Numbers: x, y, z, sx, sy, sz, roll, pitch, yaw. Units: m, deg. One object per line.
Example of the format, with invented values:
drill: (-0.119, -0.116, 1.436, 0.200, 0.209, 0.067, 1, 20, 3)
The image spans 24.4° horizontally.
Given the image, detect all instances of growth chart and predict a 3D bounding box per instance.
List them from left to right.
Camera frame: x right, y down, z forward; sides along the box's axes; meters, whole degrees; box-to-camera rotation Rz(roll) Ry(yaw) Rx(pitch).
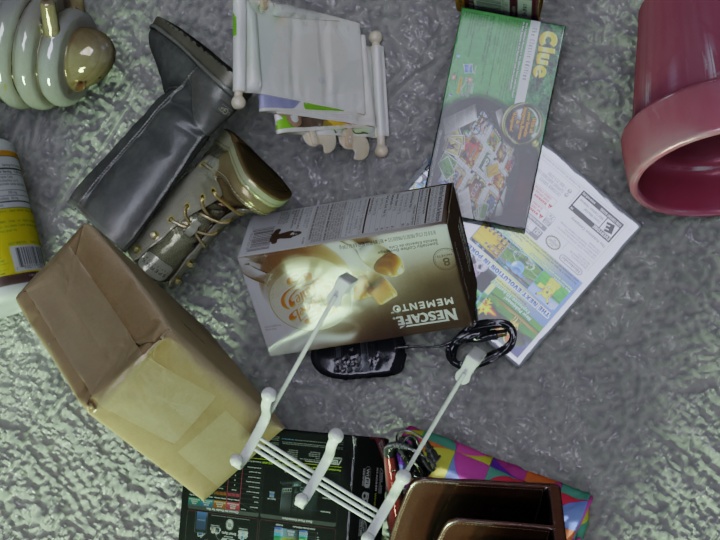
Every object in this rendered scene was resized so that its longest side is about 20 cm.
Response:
growth chart: (-0.045, -0.185, 1.582, 0.018, 0.200, 0.145, -8, 74, 49)

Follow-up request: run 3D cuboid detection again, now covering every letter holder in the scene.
letter holder: (0.094, 0.287, 1.479, 0.142, 0.101, 0.200, 5, 130, -4)

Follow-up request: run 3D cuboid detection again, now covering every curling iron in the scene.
curling iron: (0.044, 0.232, 1.523, 0.049, 0.026, 0.201, 11, 122, 16)

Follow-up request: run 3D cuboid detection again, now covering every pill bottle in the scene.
pill bottle: (-0.375, -0.055, 1.616, 0.109, 0.109, 0.201, -16, 83, 4)

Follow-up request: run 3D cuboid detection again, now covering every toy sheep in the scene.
toy sheep: (-0.328, -0.222, 1.618, 0.199, 0.138, 0.138, 14, 86, 20)

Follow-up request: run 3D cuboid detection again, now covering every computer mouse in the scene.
computer mouse: (0.051, 0.074, 1.598, 0.199, 0.034, 0.059, -4, 77, 9)

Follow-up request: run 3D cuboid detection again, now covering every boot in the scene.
boot: (-0.207, -0.132, 1.599, 0.200, 0.072, 0.182, -53, 39, 6)
boot: (-0.146, -0.049, 1.557, 0.155, 0.200, 0.072, -46, 109, 1)

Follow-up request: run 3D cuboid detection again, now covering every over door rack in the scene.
over door rack: (-0.005, 0.119, 1.441, 0.147, 0.067, 0.200, 31, 89, 6)

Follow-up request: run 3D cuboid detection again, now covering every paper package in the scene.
paper package: (-0.190, 0.082, 1.498, 0.103, 0.200, 0.191, -43, 47, 0)

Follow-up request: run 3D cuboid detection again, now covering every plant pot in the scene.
plant pot: (0.332, -0.169, 1.529, 0.199, 0.200, 0.180, -7, 69, 5)

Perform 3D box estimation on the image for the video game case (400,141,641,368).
video game case: (0.137, -0.039, 1.610, 0.200, 0.022, 0.182, 41, 90, 7)

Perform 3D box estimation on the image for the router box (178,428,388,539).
router box: (-0.074, 0.222, 1.544, 0.199, 0.062, 0.150, 2, 84, 33)

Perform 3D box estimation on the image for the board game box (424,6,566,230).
board game box: (0.128, -0.145, 1.598, 0.104, 0.023, 0.201, 12, 86, 8)

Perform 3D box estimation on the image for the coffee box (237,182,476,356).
coffee box: (0.000, 0.000, 1.554, 0.199, 0.080, 0.115, -8, 120, 13)

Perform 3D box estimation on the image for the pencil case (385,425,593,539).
pencil case: (0.114, 0.215, 1.558, 0.199, 0.088, 0.089, 18, 87, 7)

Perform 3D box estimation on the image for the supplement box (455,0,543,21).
supplement box: (0.149, -0.349, 1.592, 0.085, 0.110, 0.201, 11, 86, 6)
